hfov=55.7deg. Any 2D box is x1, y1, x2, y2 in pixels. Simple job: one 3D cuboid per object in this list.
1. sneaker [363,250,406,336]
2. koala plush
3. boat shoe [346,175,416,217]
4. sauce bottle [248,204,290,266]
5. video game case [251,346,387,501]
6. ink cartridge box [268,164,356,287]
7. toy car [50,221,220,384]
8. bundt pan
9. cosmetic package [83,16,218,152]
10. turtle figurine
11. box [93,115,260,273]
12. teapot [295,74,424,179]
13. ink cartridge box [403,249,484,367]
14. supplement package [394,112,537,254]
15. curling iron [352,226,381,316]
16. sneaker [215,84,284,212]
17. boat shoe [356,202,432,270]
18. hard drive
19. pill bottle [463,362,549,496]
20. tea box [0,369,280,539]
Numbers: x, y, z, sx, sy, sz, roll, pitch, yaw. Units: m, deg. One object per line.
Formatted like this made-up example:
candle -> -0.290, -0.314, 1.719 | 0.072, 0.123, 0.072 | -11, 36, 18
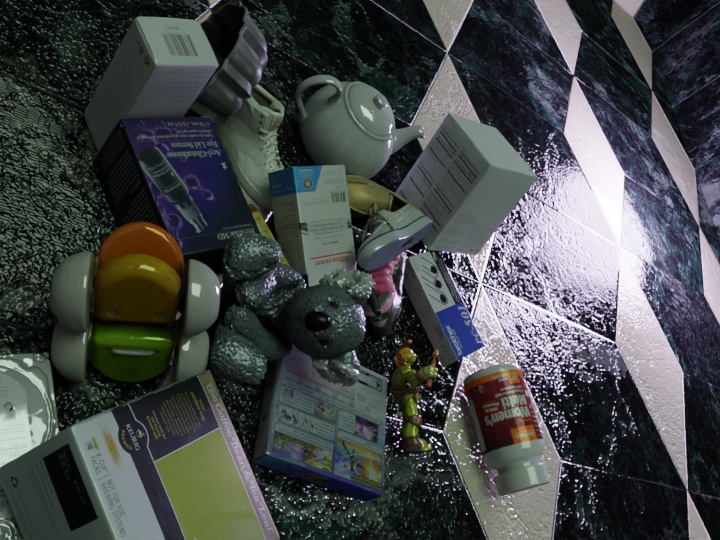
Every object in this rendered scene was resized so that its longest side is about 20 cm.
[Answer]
sneaker -> 0.046, 0.029, 1.169 | 0.202, 0.077, 0.097 | -72, 144, -46
koala plush -> -0.082, 0.058, 0.888 | 0.195, 0.184, 0.182 | 7, 84, -6
boat shoe -> 0.029, -0.125, 1.216 | 0.197, 0.075, 0.074 | 7, 95, -41
sauce bottle -> -0.135, 0.003, 1.003 | 0.066, 0.066, 0.203 | -26, 87, -49
video game case -> -0.050, 0.208, 0.969 | 0.198, 0.045, 0.185 | 29, 47, -28
ink cartridge box -> -0.072, -0.058, 1.070 | 0.115, 0.067, 0.206 | -11, 95, -46
toy car -> -0.256, 0.035, 0.781 | 0.171, 0.203, 0.152 | 5, 42, -19
bundt pan -> -0.214, -0.296, 1.021 | 0.075, 0.199, 0.206 | 36, 43, -40
cosmetic package -> -0.282, -0.239, 0.905 | 0.101, 0.199, 0.075 | -17, 76, -48
turtle figurine -> 0.076, 0.188, 1.036 | 0.063, 0.200, 0.166 | -3, 83, -17
box -> -0.246, -0.095, 0.924 | 0.146, 0.104, 0.203 | -16, 77, -48
teapot -> -0.009, -0.269, 1.233 | 0.199, 0.145, 0.200 | 53, 42, -3
ink cartridge box -> 0.146, 0.066, 1.249 | 0.093, 0.044, 0.204 | -16, 77, -46
supplement package -> 0.195, -0.158, 1.293 | 0.149, 0.201, 0.152 | 4, 43, -42
curling iron -> 0.000, 0.000, 1.112 | 0.050, 0.025, 0.202 | 73, 0, -46
sneaker -> -0.151, -0.197, 1.073 | 0.202, 0.115, 0.073 | 56, 39, -3
boat shoe -> 0.040, -0.070, 1.122 | 0.086, 0.075, 0.201 | 43, 41, 13
hard drive -> -0.372, 0.186, 0.677 | 0.138, 0.038, 0.204 | 3, 65, -43
pill bottle -> 0.253, 0.273, 1.174 | 0.108, 0.109, 0.204 | 7, 61, -41
tea box -> -0.214, 0.238, 0.688 | 0.196, 0.132, 0.204 | -14, 78, -61
